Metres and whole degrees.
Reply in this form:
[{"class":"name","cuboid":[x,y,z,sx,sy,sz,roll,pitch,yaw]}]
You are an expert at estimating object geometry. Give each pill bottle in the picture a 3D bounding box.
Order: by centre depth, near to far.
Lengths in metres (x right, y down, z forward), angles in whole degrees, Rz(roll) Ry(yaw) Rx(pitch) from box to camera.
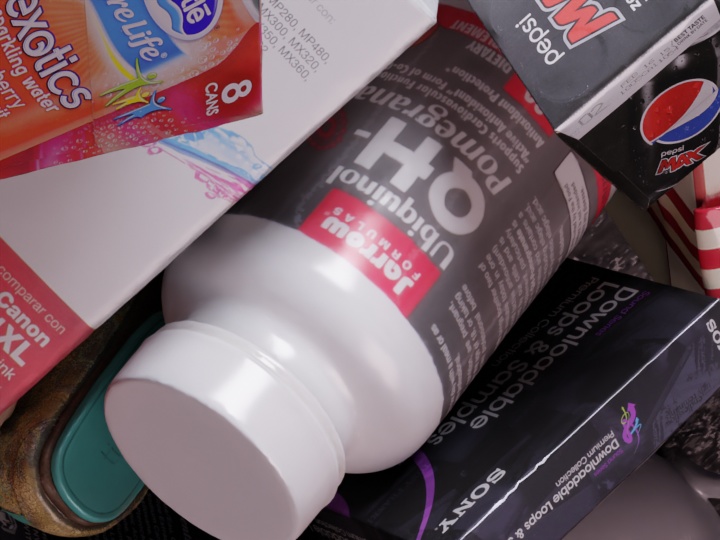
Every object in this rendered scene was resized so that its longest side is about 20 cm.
[{"class":"pill bottle","cuboid":[0.000,0.000,0.985,0.200,0.110,0.111,-51,151,-31]}]

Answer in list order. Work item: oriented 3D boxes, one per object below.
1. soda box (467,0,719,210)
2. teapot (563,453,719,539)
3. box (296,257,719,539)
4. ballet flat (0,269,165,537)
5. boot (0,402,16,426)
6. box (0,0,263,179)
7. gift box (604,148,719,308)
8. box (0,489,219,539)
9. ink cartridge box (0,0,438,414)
[{"class":"soda box","cuboid":[0.062,-0.117,0.939,0.071,0.200,0.063,-41,140,12]},{"class":"teapot","cuboid":[0.111,0.186,1.330,0.197,0.146,0.200,-11,136,-22]},{"class":"box","cuboid":[0.028,0.047,1.038,0.143,0.200,0.036,-42,121,-22]},{"class":"ballet flat","cuboid":[-0.070,0.017,1.045,0.200,0.071,0.071,-52,149,-27]},{"class":"boot","cuboid":[-0.224,0.076,0.999,0.200,0.075,0.107,-36,172,31]},{"class":"box","cuboid":[-0.102,-0.133,0.822,0.095,0.200,0.100,-14,137,-15]},{"class":"gift box","cuboid":[0.175,-0.077,1.062,0.184,0.187,0.200,-27,139,-4]},{"class":"box","cuboid":[-0.157,0.157,1.129,0.196,0.118,0.200,-33,142,24]},{"class":"ink cartridge box","cuboid":[-0.069,-0.062,0.948,0.200,0.146,0.083,-41,100,13]}]
